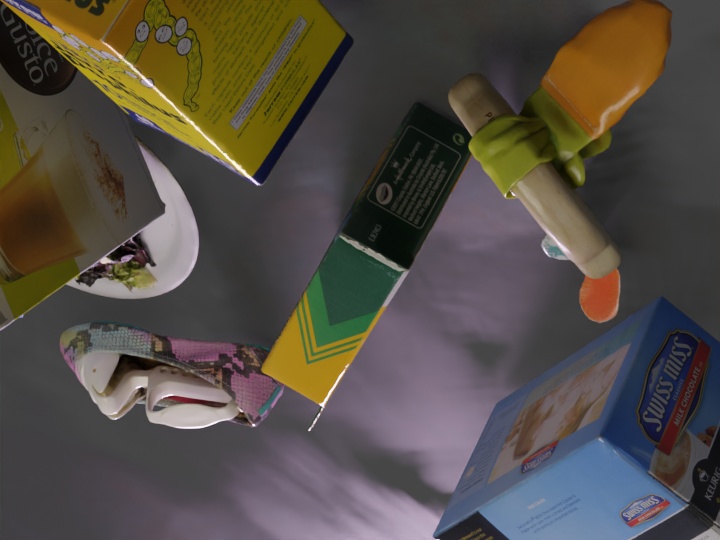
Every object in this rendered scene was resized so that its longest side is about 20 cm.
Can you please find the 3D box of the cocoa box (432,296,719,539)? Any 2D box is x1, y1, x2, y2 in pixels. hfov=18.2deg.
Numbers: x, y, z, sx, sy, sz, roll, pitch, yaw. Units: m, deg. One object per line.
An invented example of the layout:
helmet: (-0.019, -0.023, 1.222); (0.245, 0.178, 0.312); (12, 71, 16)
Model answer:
cocoa box: (0.168, 0.135, 1.484); (0.131, 0.133, 0.200); (38, 141, -11)

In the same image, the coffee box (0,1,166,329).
coffee box: (-0.285, -0.073, 1.446); (0.200, 0.198, 0.200); (-11, 108, 37)

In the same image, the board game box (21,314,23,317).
board game box: (-0.328, -0.026, 1.689); (0.200, 0.039, 0.158); (-10, 129, 48)

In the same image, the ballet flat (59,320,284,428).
ballet flat: (-0.152, 0.082, 1.672); (0.200, 0.071, 0.069); (7, 137, 26)

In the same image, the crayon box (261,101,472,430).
crayon box: (0.000, 0.000, 1.444); (0.052, 0.126, 0.200); (29, 141, 0)

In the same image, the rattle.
rattle: (0.150, -0.067, 1.358); (0.200, 0.143, 0.130); (44, 174, -41)

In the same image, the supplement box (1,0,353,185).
supplement box: (-0.108, -0.150, 1.282); (0.109, 0.110, 0.200); (29, 172, 31)

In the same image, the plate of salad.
plate of salad: (-0.208, -0.046, 1.585); (0.200, 0.048, 0.200); (16, 140, 14)
